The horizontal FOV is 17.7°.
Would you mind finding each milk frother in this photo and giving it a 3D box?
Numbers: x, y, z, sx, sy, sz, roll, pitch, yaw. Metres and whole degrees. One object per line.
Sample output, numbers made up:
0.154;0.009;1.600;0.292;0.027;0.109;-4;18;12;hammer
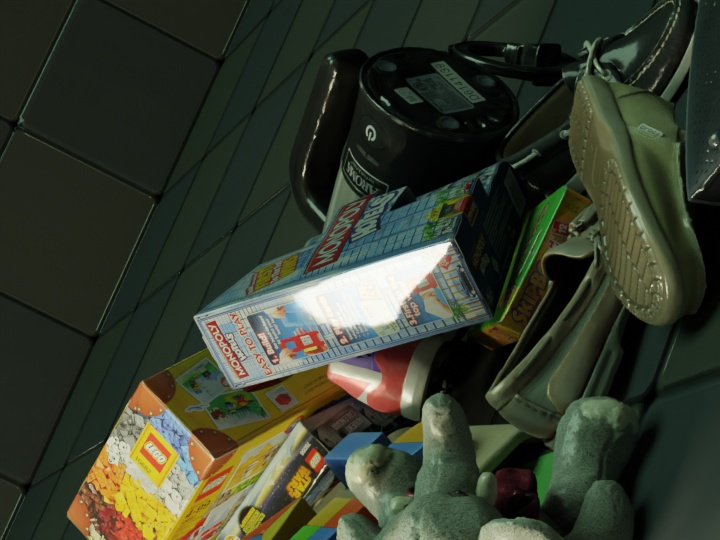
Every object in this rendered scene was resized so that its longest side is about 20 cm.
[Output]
0.063;-0.073;1.714;0.181;0.200;0.188;-117;35;-46;milk frother

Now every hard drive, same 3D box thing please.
0.234;-0.131;1.297;0.135;0.042;0.200;-53;16;38;hard drive

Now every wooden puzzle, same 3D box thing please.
-0.002;0.146;1.435;0.200;0.046;0.185;-37;10;-22;wooden puzzle

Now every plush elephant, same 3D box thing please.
0.053;0.137;1.181;0.155;0.165;0.200;60;-152;-56;plush elephant

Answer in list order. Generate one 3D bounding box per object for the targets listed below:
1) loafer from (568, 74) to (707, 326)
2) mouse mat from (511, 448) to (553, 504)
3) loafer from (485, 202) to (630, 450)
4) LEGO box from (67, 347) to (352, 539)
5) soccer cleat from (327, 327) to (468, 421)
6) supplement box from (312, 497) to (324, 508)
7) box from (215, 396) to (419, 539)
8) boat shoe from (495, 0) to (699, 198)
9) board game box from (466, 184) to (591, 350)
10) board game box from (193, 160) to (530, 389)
0.170;-0.047;1.324;0.200;0.068;0.076;-102;11;-48;loafer
0.070;0.187;1.389;0.161;0.008;0.200;-68;12;-23;mouse mat
0.130;0.012;1.366;0.072;0.063;0.200;-51;15;56;loafer
-0.090;0.115;1.611;0.200;0.077;0.149;-27;-24;-48;LEGO box
0.029;0.058;1.577;0.200;0.073;0.068;-35;-42;-79;soccer cleat
-0.040;0.267;1.516;0.126;0.074;0.200;-53;15;38;supplement box
-0.039;0.168;1.649;0.137;0.040;0.200;-23;-27;-53;box
0.159;-0.119;1.537;0.200;0.060;0.074;-49;19;49;boat shoe
0.108;0.001;1.497;0.200;0.030;0.096;100;-164;-84;board game box
0.000;0.000;1.516;0.200;0.062;0.200;-21;17;19;board game box
